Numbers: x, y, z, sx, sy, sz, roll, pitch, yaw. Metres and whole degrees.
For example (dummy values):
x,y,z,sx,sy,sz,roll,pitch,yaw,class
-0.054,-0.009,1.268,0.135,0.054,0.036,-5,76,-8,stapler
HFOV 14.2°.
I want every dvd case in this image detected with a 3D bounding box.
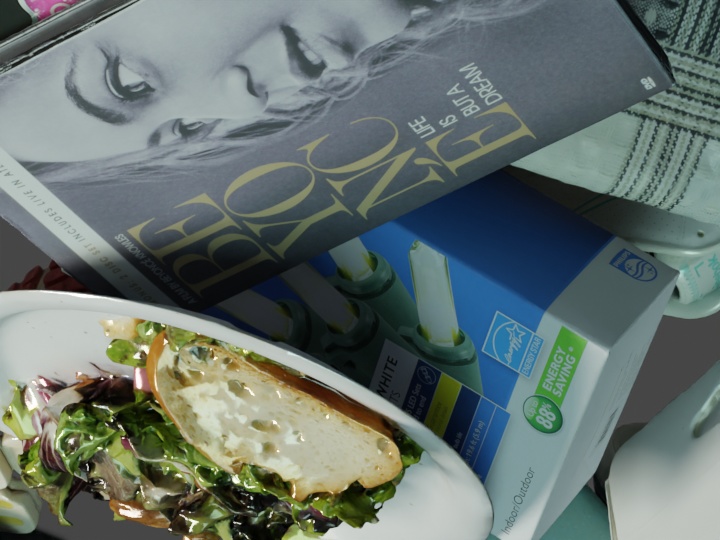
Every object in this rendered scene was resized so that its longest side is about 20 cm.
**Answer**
x,y,z,sx,sy,sz,roll,pitch,yaw,class
-0.019,-0.055,0.889,0.200,0.016,0.149,-25,144,15,dvd case

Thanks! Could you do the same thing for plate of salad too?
x,y,z,sx,sy,sz,roll,pitch,yaw,class
-0.053,0.064,0.979,0.200,0.048,0.200,16,157,7,plate of salad

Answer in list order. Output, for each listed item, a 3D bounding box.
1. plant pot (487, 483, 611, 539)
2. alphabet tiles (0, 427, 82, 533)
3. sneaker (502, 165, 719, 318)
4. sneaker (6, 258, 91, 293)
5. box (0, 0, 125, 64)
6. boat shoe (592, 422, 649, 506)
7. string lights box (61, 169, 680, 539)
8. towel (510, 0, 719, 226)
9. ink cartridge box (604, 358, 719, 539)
x,y,z,sx,sy,sz,roll,pitch,yaw,class
0.067,0.171,1.125,0.141,0.141,0.200,-27,103,-8,plant pot
-0.188,0.047,1.082,0.195,0.015,0.200,7,151,13,alphabet tiles
0.137,-0.022,1.043,0.200,0.080,0.070,-19,127,8,sneaker
-0.045,0.042,1.096,0.200,0.078,0.082,6,131,-5,sneaker
-0.099,-0.150,0.878,0.200,0.149,0.124,-34,134,24,box
0.159,0.133,1.179,0.201,0.070,0.072,31,120,-27,boat shoe
0.000,0.000,1.007,0.200,0.059,0.103,30,131,15,string lights box
0.136,-0.107,0.955,0.200,0.035,0.193,18,105,-18,towel
0.209,0.098,1.033,0.200,0.088,0.145,29,125,-23,ink cartridge box
